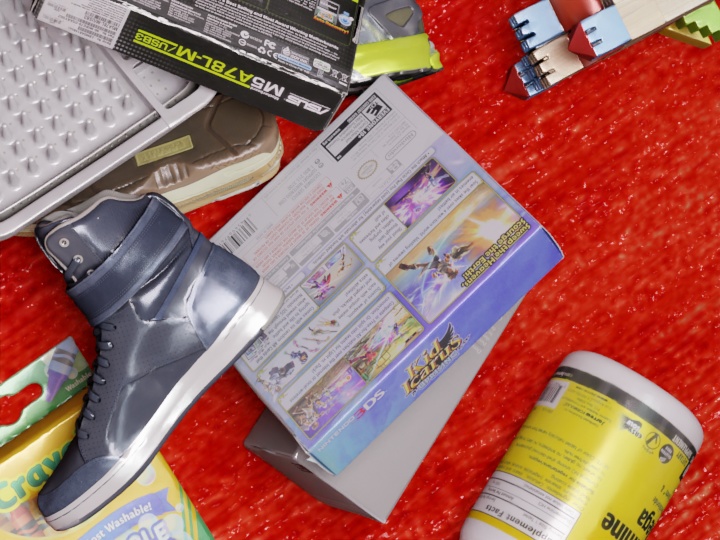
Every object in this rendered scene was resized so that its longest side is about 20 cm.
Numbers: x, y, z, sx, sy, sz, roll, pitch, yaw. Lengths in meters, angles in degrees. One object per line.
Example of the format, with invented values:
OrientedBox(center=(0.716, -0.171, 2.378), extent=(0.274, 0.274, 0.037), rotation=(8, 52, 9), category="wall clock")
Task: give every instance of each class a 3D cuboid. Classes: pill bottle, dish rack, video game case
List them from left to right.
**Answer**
OrientedBox(center=(-0.203, -0.116, 1.436), extent=(0.199, 0.044, 0.172), rotation=(-35, 71, -16), category="dish rack")
OrientedBox(center=(0.000, 0.000, 1.454), extent=(0.200, 0.181, 0.045), rotation=(-43, 140, 0), category="video game case")
OrientedBox(center=(0.139, 0.165, 1.557), extent=(0.112, 0.112, 0.201), rotation=(36, 79, -17), category="pill bottle")

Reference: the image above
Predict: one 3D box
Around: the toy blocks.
OrientedBox(center=(0.160, -0.169, 1.531), extent=(0.136, 0.200, 0.101), rotation=(-27, 91, -6), category="toy blocks")

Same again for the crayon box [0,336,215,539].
OrientedBox(center=(-0.177, 0.160, 1.472), extent=(0.125, 0.052, 0.201), rotation=(-35, 101, -17), category="crayon box")

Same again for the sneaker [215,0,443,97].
OrientedBox(center=(-0.045, -0.153, 1.517), extent=(0.198, 0.074, 0.082), rotation=(-9, 83, -25), category="sneaker")

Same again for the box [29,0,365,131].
OrientedBox(center=(-0.091, -0.202, 1.444), extent=(0.199, 0.048, 0.194), rotation=(21, 47, -13), category="box")

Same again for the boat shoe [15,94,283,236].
OrientedBox(center=(-0.145, -0.052, 1.473), extent=(0.198, 0.076, 0.072), rotation=(-11, 60, -1), category="boat shoe")

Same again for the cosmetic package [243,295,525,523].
OrientedBox(center=(0.019, 0.059, 1.515), extent=(0.090, 0.107, 0.201), rotation=(34, 81, -19), category="cosmetic package")

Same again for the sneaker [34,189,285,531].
OrientedBox(center=(-0.164, 0.045, 1.402), extent=(0.146, 0.077, 0.203), rotation=(40, 88, -15), category="sneaker")
